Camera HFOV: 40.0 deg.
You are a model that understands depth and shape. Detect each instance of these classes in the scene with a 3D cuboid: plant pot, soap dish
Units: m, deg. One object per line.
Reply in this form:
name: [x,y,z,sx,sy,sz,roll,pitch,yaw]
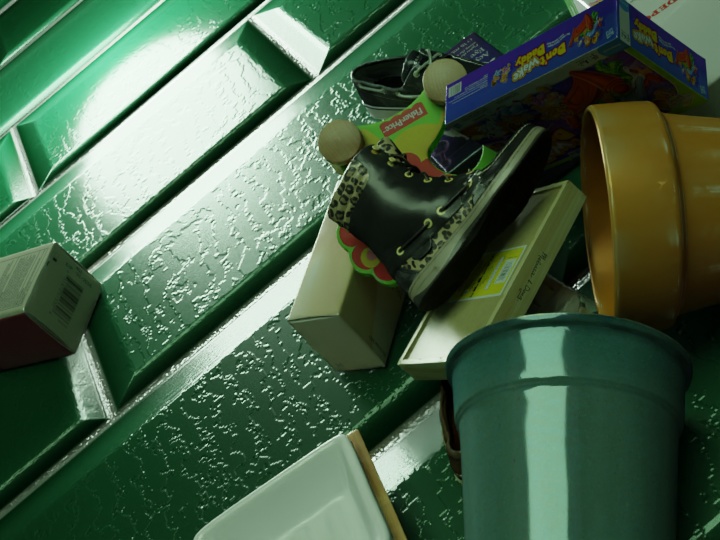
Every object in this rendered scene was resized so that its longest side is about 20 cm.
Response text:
plant pot: [0.159,0.167,0.760,0.199,0.200,0.198,-13,54,29]
soap dish: [-0.051,0.262,0.907,0.199,0.081,0.158,-36,39,5]
plant pot: [0.295,-0.052,0.853,0.181,0.201,0.201,-6,46,7]

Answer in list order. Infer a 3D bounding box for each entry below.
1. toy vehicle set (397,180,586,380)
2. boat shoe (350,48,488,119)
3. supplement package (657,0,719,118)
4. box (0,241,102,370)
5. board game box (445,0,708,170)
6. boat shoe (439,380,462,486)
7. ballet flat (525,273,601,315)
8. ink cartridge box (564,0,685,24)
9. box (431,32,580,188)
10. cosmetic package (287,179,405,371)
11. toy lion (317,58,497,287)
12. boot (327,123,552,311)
toy vehicle set: [0.121,0.011,0.918,0.201,0.026,0.124,-58,20,-20]
boat shoe: [0.074,-0.215,1.107,0.199,0.068,0.072,7,57,42]
supplement package: [0.354,-0.189,0.985,0.200,0.121,0.120,-40,39,-2]
box: [-0.496,0.058,1.433,0.199,0.109,0.129,-13,46,29]
board game box: [0.194,-0.163,0.909,0.199,0.134,0.045,-22,57,47]
boat shoe: [0.108,0.104,0.937,0.074,0.075,0.203,-21,42,21]
ballet flat: [0.167,0.023,0.971,0.069,0.071,0.200,-43,39,-6]
ink cartridge box: [0.340,-0.312,1.142,0.144,0.084,0.201,-34,39,7]
box: [0.138,-0.163,1.145,0.148,0.104,0.200,-38,38,1]
cosmetic package: [0.000,0.000,1.101,0.071,0.105,0.201,-9,49,34]
toy lion: [0.059,-0.088,1.020,0.199,0.069,0.193,-30,78,4]
boot: [0.071,-0.080,0.935,0.150,0.073,0.201,39,97,28]
